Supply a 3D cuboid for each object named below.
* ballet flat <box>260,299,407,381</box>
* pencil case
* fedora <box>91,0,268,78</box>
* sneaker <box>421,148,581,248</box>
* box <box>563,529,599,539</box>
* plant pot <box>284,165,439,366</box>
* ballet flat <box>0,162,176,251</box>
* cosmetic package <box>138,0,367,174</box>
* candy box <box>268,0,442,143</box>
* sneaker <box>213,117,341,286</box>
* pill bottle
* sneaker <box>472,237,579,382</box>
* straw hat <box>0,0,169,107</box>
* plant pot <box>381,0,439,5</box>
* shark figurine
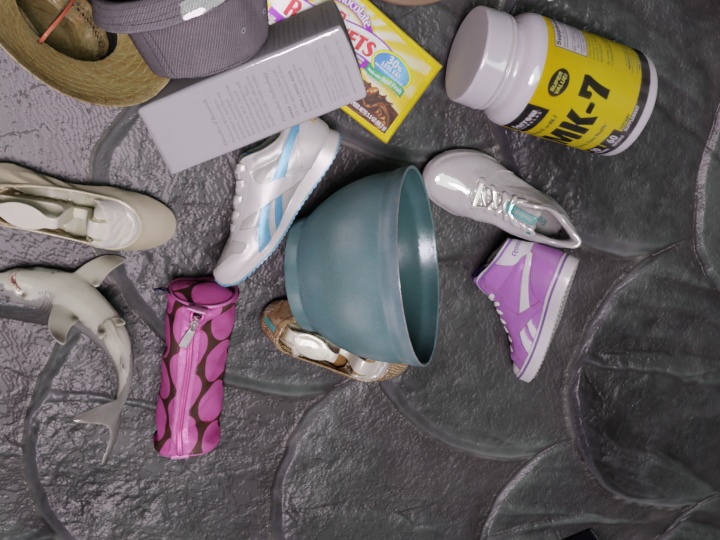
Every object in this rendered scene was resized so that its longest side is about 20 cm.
[{"bbox_3d":[-0.024,0.094,0.864,0.197,0.065,0.072,19,106,-21],"label":"ballet flat"},{"bbox_3d":[-0.183,0.109,0.813,0.089,0.094,0.204,3,111,-15],"label":"pencil case"},{"bbox_3d":[-0.134,-0.235,0.647,0.173,0.202,0.091,2,137,23],"label":"fedora"},{"bbox_3d":[0.164,-0.075,0.833,0.197,0.089,0.076,18,108,-20],"label":"sneaker"},{"bbox_3d":[0.286,0.514,1.092,0.196,0.104,0.185,-19,114,-6],"label":"box"},{"bbox_3d":[0.000,0.000,0.779,0.131,0.201,0.204,-4,115,16],"label":"plant pot"},{"bbox_3d":[-0.282,-0.053,0.738,0.196,0.070,0.071,12,108,-19],"label":"ballet flat"},{"bbox_3d":[-0.099,-0.173,0.700,0.197,0.102,0.075,-21,121,7],"label":"cosmetic package"},{"bbox_3d":[-0.020,-0.229,0.757,0.198,0.026,0.103,34,99,-24],"label":"candy box"},{"bbox_3d":[-0.103,-0.077,0.776,0.080,0.077,0.202,31,94,-16],"label":"sneaker"},{"bbox_3d":[0.195,-0.198,0.778,0.196,0.115,0.116,11,108,-18],"label":"pill bottle"},{"bbox_3d":[0.188,0.043,0.907,0.113,0.073,0.203,20,132,18],"label":"sneaker"},{"bbox_3d":[-0.267,-0.218,0.660,0.084,0.203,0.201,-24,124,41],"label":"straw hat"},{"bbox_3d":[0.059,-0.352,0.693,0.197,0.093,0.205,-5,112,-13],"label":"plant pot"},{"bbox_3d":[-0.275,0.076,0.774,0.127,0.216,0.090,-28,161,-32],"label":"shark figurine"}]
